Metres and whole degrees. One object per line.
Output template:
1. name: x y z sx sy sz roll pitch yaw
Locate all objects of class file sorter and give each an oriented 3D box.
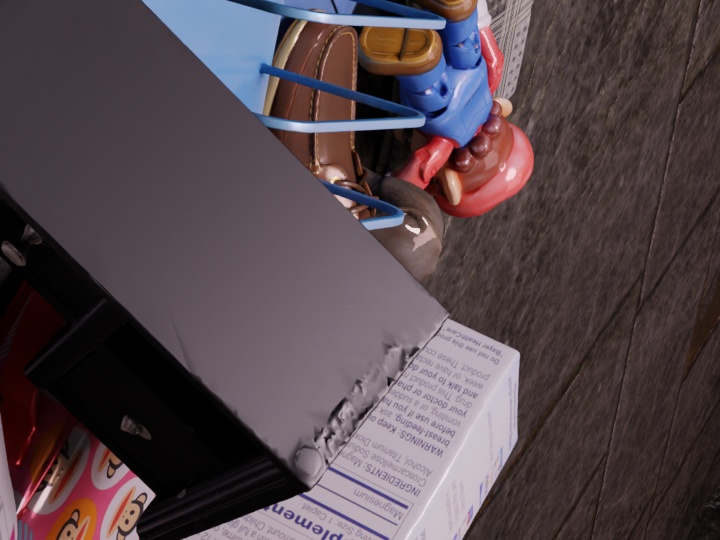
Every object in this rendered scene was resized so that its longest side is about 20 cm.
1. file sorter: -0.035 -0.126 0.797 0.138 0.122 0.202 -10 115 -57

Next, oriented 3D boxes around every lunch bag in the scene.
1. lunch bag: -0.128 0.057 0.864 0.201 0.081 0.176 -62 159 -14

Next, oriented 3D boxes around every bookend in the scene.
1. bookend: -0.098 0.002 0.711 0.092 0.200 0.199 -48 -172 -27

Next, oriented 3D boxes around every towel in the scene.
1. towel: 0.069 -0.171 1.215 0.192 0.034 0.201 -41 149 -46

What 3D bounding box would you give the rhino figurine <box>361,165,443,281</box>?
1. rhino figurine: 0.000 0.000 1.100 0.060 0.087 0.200 -58 174 -29

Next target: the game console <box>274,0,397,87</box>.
1. game console: -0.025 -0.153 0.979 0.178 0.031 0.200 -62 160 -15

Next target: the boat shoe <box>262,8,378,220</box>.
1. boat shoe: -0.021 -0.038 0.957 0.072 0.067 0.202 -23 125 -61

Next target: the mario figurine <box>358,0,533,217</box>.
1. mario figurine: 0.038 -0.106 1.104 0.123 0.107 0.200 -24 146 -1

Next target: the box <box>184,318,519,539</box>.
1. box: -0.030 0.110 1.025 0.201 0.183 0.105 -55 159 -27

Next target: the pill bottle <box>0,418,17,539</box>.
1. pill bottle: -0.189 0.042 0.645 0.113 0.113 0.201 -49 154 -40
